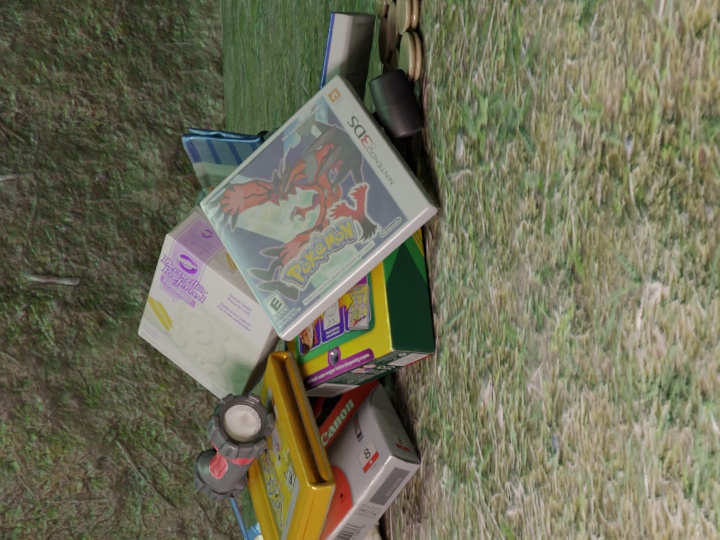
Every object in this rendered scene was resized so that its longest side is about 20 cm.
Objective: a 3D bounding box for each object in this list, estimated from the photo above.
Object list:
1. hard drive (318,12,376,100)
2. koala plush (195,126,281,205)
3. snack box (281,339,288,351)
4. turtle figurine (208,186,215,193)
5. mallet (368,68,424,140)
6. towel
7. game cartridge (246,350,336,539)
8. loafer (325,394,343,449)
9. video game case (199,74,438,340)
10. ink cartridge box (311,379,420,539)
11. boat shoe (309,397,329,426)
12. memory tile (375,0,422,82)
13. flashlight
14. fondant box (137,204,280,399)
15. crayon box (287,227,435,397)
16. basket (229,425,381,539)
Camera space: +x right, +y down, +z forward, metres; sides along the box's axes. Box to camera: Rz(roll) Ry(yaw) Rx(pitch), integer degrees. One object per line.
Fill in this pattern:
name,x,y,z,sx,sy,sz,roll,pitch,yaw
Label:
hard drive,-0.022,-0.170,1.414,0.132,0.025,0.202,-41,-39,-74
koala plush,-0.084,-0.111,1.681,0.184,0.177,0.200,45,146,14
snack box,-0.077,0.099,1.536,0.072,0.024,0.202,-123,43,-76
turtle figurine,-0.125,0.001,1.582,0.200,0.064,0.162,45,138,35
mallet,0.027,-0.150,1.379,0.200,0.041,0.066,127,122,-80
towel,-0.134,-0.075,1.599,0.146,0.024,0.201,11,130,43
game cartridge,-0.080,0.215,1.395,0.201,0.032,0.177,108,151,-42
loafer,-0.004,0.166,1.528,0.201,0.071,0.063,-101,18,-55
video game case,-0.046,-0.063,1.311,0.183,0.200,0.023,56,-164,27
ink cartridge box,-0.026,0.193,1.441,0.163,0.050,0.200,-55,39,21
boat shoe,-0.083,0.188,1.668,0.072,0.199,0.068,21,115,37
memory tile,0.038,-0.276,1.381,0.153,0.017,0.202,136,131,-76
flashlight,-0.145,0.193,1.435,0.200,0.067,0.068,126,136,-60
fondant box,-0.154,0.043,1.434,0.058,0.144,0.200,-47,-10,-38
crayon box,-0.008,0.024,1.368,0.200,0.058,0.174,-28,61,53
basket,-0.062,0.285,1.560,0.139,0.175,0.201,117,140,-71
